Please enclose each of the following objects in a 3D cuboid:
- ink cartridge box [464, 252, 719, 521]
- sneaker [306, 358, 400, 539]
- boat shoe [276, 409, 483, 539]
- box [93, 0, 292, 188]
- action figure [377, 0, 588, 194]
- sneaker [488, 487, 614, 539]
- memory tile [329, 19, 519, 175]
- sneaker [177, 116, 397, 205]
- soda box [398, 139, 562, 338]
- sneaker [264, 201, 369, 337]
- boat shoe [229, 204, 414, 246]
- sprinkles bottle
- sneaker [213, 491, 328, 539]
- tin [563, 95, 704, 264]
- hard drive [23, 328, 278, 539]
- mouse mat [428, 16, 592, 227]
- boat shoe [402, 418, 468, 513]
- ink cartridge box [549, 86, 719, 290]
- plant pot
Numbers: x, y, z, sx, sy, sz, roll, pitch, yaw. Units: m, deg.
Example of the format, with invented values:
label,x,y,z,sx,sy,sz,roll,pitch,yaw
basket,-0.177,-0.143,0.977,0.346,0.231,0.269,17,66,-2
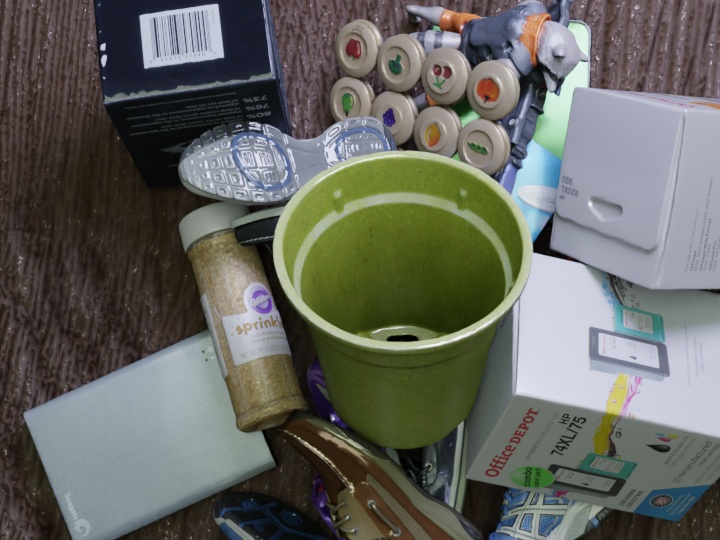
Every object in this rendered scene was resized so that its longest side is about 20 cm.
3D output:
label,x,y,z,sx,sy,sz,roll,pitch,yaw
ink cartridge box,0.202,0.100,1.100,0.197,0.147,0.147,12,52,-6
sneaker,-0.011,0.171,1.137,0.083,0.081,0.202,-9,74,-32
boat shoe,0.010,0.195,1.074,0.199,0.076,0.074,38,77,-6
box,-0.140,-0.162,1.141,0.146,0.200,0.106,-8,73,-2
action figure,0.109,-0.173,1.157,0.192,0.104,0.202,-3,64,38
sneaker,0.148,0.232,1.162,0.199,0.076,0.077,-39,79,-13
memory tile,0.048,-0.130,1.160,0.198,0.017,0.155,23,115,32
sneaker,-0.066,-0.084,1.134,0.198,0.087,0.076,-3,76,-25
soda box,0.117,-0.022,1.191,0.067,0.064,0.201,35,87,4
sneaker,0.000,0.000,1.191,0.115,0.075,0.201,-36,84,-5
boat shoe,-0.016,-0.034,1.133,0.197,0.076,0.061,-8,93,12
sprinkles bottle,-0.106,0.041,1.169,0.067,0.068,0.202,-18,76,-1
sneaker,-0.056,0.274,1.160,0.199,0.076,0.078,34,116,18
tin,0.260,-0.075,1.182,0.200,0.042,0.112,-45,124,-11
hard drive,-0.193,0.156,1.195,0.198,0.033,0.141,-24,84,-2
mouse mat,0.140,-0.143,1.237,0.159,0.008,0.203,2,83,1
boat shoe,0.067,0.187,1.172,0.061,0.075,0.203,7,79,6
ink cartridge box,0.286,-0.070,1.091,0.198,0.147,0.147,-1,104,-29
plant pot,0.033,0.040,1.047,0.197,0.185,0.202,-1,49,1
